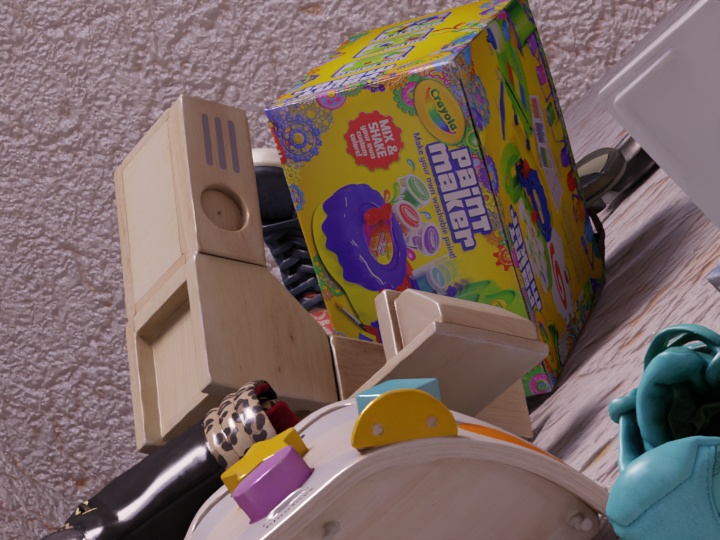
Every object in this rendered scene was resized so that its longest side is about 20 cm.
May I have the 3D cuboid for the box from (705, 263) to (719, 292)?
[{"bbox_3d":[0.209,-0.038,0.774,0.137,0.040,0.200,-47,2,-6],"label":"box"}]

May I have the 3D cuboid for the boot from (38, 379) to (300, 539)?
[{"bbox_3d":[-0.087,0.122,1.043,0.150,0.073,0.200,-36,-12,2],"label":"boot"}]

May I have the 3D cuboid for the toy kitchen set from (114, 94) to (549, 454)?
[{"bbox_3d":[0.000,0.000,1.124,0.163,0.199,0.181,-42,46,43],"label":"toy kitchen set"}]

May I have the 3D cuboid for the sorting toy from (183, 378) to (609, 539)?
[{"bbox_3d":[-0.019,0.107,0.870,0.200,0.107,0.180,-40,15,-4],"label":"sorting toy"}]

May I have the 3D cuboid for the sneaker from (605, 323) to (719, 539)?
[{"bbox_3d":[0.112,0.043,0.588,0.078,0.080,0.200,-44,2,20],"label":"sneaker"}]

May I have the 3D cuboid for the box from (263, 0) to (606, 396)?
[{"bbox_3d":[0.053,-0.042,1.287,0.121,0.201,0.193,-12,14,20],"label":"box"}]

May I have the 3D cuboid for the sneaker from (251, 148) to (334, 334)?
[{"bbox_3d":[-0.023,0.007,1.348,0.075,0.200,0.085,-10,48,36],"label":"sneaker"}]

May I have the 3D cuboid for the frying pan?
[{"bbox_3d":[0.206,-0.077,1.670,0.115,0.031,0.190,-44,6,43],"label":"frying pan"}]

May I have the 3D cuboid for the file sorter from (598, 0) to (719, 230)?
[{"bbox_3d":[0.186,-0.068,0.511,0.125,0.139,0.200,-44,1,-37],"label":"file sorter"}]

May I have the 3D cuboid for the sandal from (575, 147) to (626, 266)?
[{"bbox_3d":[0.134,-0.004,1.449,0.201,0.057,0.080,-62,-3,37],"label":"sandal"}]
